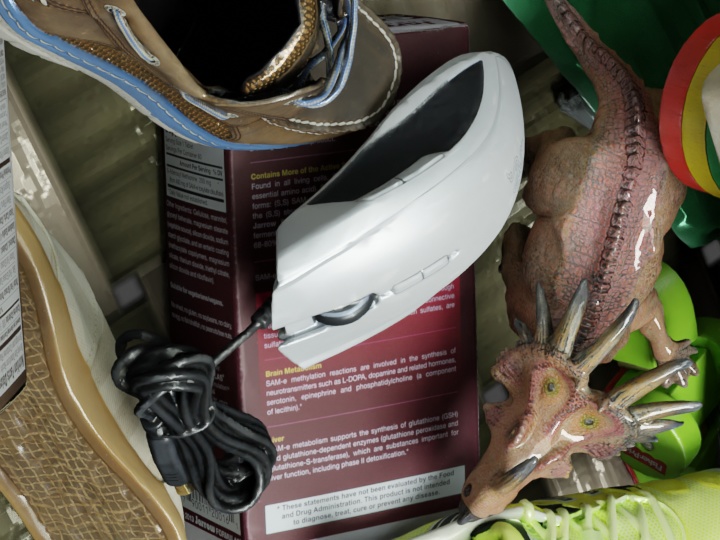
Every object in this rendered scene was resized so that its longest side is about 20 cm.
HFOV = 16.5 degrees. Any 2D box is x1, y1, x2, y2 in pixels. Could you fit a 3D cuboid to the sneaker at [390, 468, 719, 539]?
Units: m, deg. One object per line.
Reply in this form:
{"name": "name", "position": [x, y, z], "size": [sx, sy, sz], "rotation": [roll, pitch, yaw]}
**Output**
{"name": "sneaker", "position": [0.078, 0.120, 0.953], "size": [0.200, 0.076, 0.075], "rotation": [-17, 64, -19]}

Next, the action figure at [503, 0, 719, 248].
{"name": "action figure", "position": [0.123, -0.082, 1.023], "size": [0.118, 0.055, 0.200], "rotation": [-41, 116, -20]}

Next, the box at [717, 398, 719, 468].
{"name": "box", "position": [0.228, 0.059, 1.075], "size": [0.198, 0.050, 0.200], "rotation": [-1, 94, -46]}

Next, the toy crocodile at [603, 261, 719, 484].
{"name": "toy crocodile", "position": [0.141, 0.084, 1.063], "size": [0.068, 0.062, 0.200], "rotation": [-47, 125, -35]}

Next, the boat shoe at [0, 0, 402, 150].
{"name": "boat shoe", "position": [-0.041, -0.077, 0.819], "size": [0.200, 0.072, 0.072], "rotation": [11, 91, -52]}

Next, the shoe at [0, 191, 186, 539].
{"name": "shoe", "position": [-0.124, 0.033, 0.904], "size": [0.070, 0.053, 0.200], "rotation": [-24, 109, 9]}

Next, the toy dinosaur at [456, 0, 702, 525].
{"name": "toy dinosaur", "position": [0.089, -0.008, 0.931], "size": [0.086, 0.136, 0.200], "rotation": [5, 99, 7]}

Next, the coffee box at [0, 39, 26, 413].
{"name": "coffee box", "position": [-0.176, -0.048, 0.810], "size": [0.113, 0.080, 0.200], "rotation": [-1, 101, 5]}

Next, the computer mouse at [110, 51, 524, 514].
{"name": "computer mouse", "position": [0.000, 0.000, 0.880], "size": [0.200, 0.044, 0.110], "rotation": [-45, 148, -18]}

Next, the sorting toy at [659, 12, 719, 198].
{"name": "sorting toy", "position": [0.202, -0.050, 0.933], "size": [0.200, 0.070, 0.199], "rotation": [-40, 128, -24]}

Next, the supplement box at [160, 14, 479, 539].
{"name": "supplement box", "position": [-0.015, 0.006, 0.952], "size": [0.109, 0.061, 0.200], "rotation": [-8, 104, -30]}
